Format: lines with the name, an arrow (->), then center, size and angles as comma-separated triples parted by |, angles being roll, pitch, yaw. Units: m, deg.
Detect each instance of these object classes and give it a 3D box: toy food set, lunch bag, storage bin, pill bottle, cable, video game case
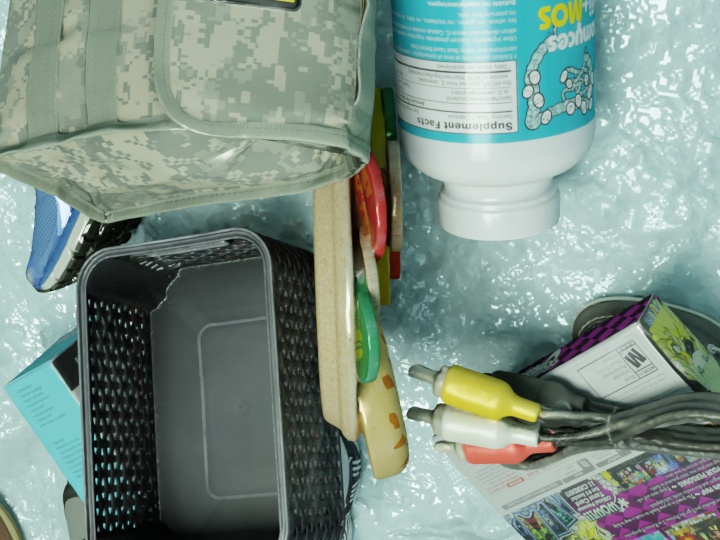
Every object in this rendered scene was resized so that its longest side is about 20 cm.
toy food set -> 0.000, 0.000, 0.725 | 0.048, 0.201, 0.199 | -2, 130, 0
lunch bag -> -0.081, -0.124, 0.659 | 0.199, 0.117, 0.165 | -7, 70, 28
storage bin -> -0.092, 0.084, 0.798 | 0.134, 0.094, 0.201 | -8, 79, 20
pill bottle -> 0.073, -0.122, 0.698 | 0.110, 0.111, 0.201 | 2, 113, 16
cable -> 0.124, 0.096, 0.717 | 0.199, 0.050, 0.097 | 9, 140, 31
video game case -> 0.165, 0.125, 0.776 | 0.181, 0.036, 0.200 | 46, 138, -4

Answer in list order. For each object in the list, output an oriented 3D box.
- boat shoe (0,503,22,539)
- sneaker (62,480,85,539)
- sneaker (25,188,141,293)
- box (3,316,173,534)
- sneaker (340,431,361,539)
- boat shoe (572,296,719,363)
boat shoe -> -0.302, 0.263, 0.997 | 0.072, 0.068, 0.201 | 7, 113, 14
sneaker -> -0.172, 0.241, 0.942 | 0.074, 0.079, 0.201 | -9, 107, 22
sneaker -> -0.182, -0.080, 0.822 | 0.089, 0.079, 0.201 | 25, 109, 14
box -> -0.157, 0.136, 0.891 | 0.049, 0.082, 0.201 | -27, 101, 26
sneaker -> -0.049, 0.183, 0.858 | 0.075, 0.115, 0.201 | 7, 113, 14
boat shoe -> 0.217, 0.079, 0.764 | 0.199, 0.057, 0.067 | 28, 117, 5
